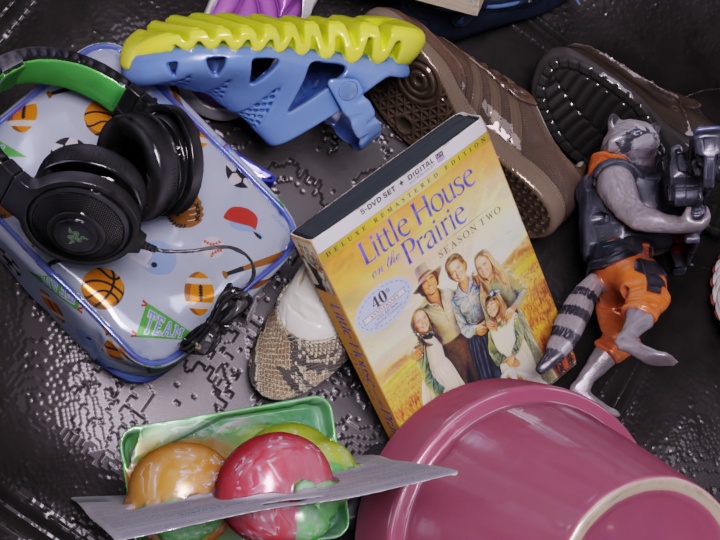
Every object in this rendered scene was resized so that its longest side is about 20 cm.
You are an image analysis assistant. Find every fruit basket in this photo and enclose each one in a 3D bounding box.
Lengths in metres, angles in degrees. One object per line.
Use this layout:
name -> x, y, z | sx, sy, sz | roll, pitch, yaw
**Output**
fruit basket -> -0.062, 0.132, 0.778 | 0.185, 0.200, 0.094 | -8, 94, -19

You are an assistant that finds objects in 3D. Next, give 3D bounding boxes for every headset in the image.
headset -> -0.143, -0.040, 0.781 | 0.200, 0.094, 0.124 | 42, 40, 3

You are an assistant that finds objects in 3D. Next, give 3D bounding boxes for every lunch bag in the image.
lunch bag -> -0.142, -0.036, 0.861 | 0.200, 0.076, 0.160 | 46, 66, -1

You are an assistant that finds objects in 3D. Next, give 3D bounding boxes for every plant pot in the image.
plant pot -> 0.122, 0.171, 0.810 | 0.199, 0.179, 0.201 | -1, 92, -25

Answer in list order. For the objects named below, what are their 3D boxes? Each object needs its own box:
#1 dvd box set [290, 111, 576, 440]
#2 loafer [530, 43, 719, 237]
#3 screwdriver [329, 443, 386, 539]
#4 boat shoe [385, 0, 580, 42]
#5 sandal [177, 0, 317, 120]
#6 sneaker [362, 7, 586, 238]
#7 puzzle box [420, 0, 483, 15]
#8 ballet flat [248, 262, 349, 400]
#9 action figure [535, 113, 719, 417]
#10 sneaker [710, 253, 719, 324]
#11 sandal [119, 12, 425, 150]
dvd box set -> 0.054, 0.020, 0.880 | 0.146, 0.029, 0.200 | -36, 119, -22
loafer -> 0.211, -0.100, 0.995 | 0.200, 0.073, 0.071 | 36, 42, -9
screwdriver -> -0.041, 0.189, 0.862 | 0.029, 0.028, 0.200 | 33, 67, 26
boat shoe -> 0.114, -0.214, 0.984 | 0.200, 0.069, 0.084 | -35, 89, -22
sandal -> -0.065, -0.196, 0.935 | 0.082, 0.050, 0.203 | 19, 72, -12
sneaker -> 0.078, -0.112, 0.960 | 0.200, 0.070, 0.076 | 49, 49, -4
puzzle box -> 0.048, -0.271, 0.955 | 0.133, 0.025, 0.200 | 16, 58, 9
ballet flat -> 0.000, 0.000, 0.892 | 0.200, 0.075, 0.068 | -40, 64, -21
action figure -> 0.176, -0.023, 0.895 | 0.104, 0.200, 0.194 | 6, 64, 7
sneaker -> 0.327, -0.023, 0.996 | 0.078, 0.082, 0.200 | 39, 70, -5
sandal -> -0.053, -0.119, 0.862 | 0.199, 0.079, 0.087 | -1, 108, -21
